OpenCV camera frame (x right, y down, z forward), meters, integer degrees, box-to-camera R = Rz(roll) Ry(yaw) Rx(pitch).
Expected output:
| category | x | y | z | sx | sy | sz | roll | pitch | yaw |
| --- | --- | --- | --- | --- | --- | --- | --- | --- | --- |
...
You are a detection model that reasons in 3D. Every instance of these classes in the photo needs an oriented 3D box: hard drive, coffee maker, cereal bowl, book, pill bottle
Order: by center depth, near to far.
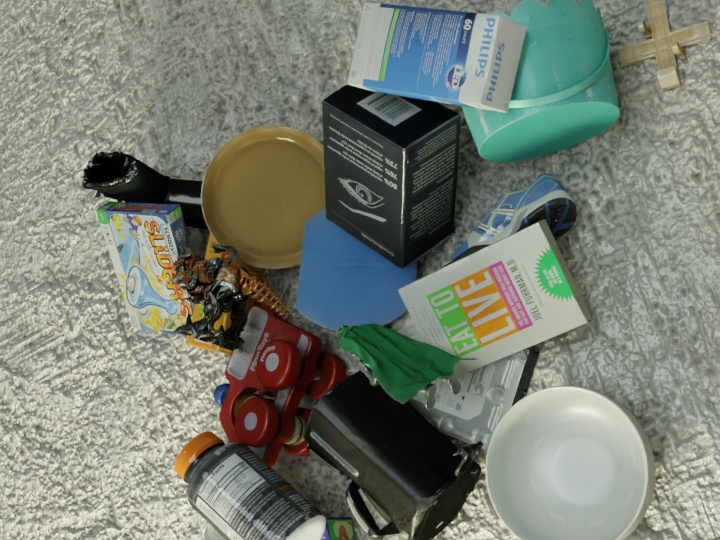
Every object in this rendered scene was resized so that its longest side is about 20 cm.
| category | x | y | z | sx | sy | sz | roll | pitch | yaw |
| --- | --- | --- | --- | --- | --- | --- | --- | --- | --- |
| cereal bowl | 0.253 | 0.235 | 1.433 | 0.200 | 0.083 | 0.200 | -6 | 79 | 30 |
| book | 0.164 | 0.039 | 1.490 | 0.200 | 0.048 | 0.134 | -27 | 88 | 25 |
| coffee maker | 0.044 | 0.216 | 1.507 | 0.200 | 0.135 | 0.192 | 41 | 116 | 23 |
| pill bottle | -0.148 | 0.292 | 1.554 | 0.200 | 0.106 | 0.106 | 38 | 101 | 25 |
| hard drive | 0.116 | 0.138 | 1.561 | 0.200 | 0.038 | 0.140 | 19 | 92 | 31 |

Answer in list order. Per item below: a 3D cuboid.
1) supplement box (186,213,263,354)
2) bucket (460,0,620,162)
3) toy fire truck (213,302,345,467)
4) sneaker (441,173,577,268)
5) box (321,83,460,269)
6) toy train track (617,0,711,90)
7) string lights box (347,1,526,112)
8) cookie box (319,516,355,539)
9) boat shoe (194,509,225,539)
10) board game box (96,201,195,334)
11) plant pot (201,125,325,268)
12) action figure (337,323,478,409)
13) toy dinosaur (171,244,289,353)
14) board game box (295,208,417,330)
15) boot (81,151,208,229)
| category | x | y | z | sx | sy | sz | roll | pitch | yaw |
| --- | --- | --- | --- | --- | --- | --- | --- | --- | --- |
| supplement box | -0.187 | 0.019 | 1.747 | 0.067 | 0.069 | 0.200 | 8 | 87 | 33 |
| bucket | 0.211 | -0.227 | 1.479 | 0.207 | 0.207 | 0.135 | -22 | 74 | 26 |
| toy fire truck | -0.127 | 0.159 | 1.667 | 0.168 | 0.112 | 0.200 | 25 | 94 | 45 |
| sneaker | 0.185 | -0.045 | 1.542 | 0.200 | 0.076 | 0.077 | -35 | 40 | 24 |
| box | 0.038 | -0.129 | 1.556 | 0.148 | 0.104 | 0.200 | 35 | 144 | 31 |
| toy train track | 0.361 | -0.320 | 1.497 | 0.115 | 0.033 | 0.200 | -15 | 73 | 28 |
| string lights box | 0.085 | -0.250 | 1.419 | 0.200 | 0.059 | 0.103 | 16 | 96 | 38 |
| cookie box | -0.081 | 0.439 | 1.601 | 0.171 | 0.075 | 0.200 | -19 | 72 | 28 |
| boat shoe | -0.196 | 0.329 | 1.635 | 0.074 | 0.067 | 0.200 | -34 | 27 | 1 |
| board game box | -0.297 | -0.003 | 1.771 | 0.135 | 0.034 | 0.200 | 4 | 120 | 32 |
| plant pot | -0.121 | -0.102 | 1.701 | 0.200 | 0.027 | 0.200 | 0 | 88 | -2 |
| action figure | 0.036 | 0.108 | 1.501 | 0.200 | 0.118 | 0.055 | 28 | 132 | 48 |
| toy dinosaur | -0.186 | 0.034 | 1.645 | 0.200 | 0.102 | 0.136 | 10 | 79 | 55 |
| board game box | 0.000 | 0.000 | 1.638 | 0.158 | 0.039 | 0.200 | 0 | 62 | 9 |
| boot | -0.291 | -0.122 | 1.775 | 0.198 | 0.162 | 0.073 | -1 | 69 | 31 |
